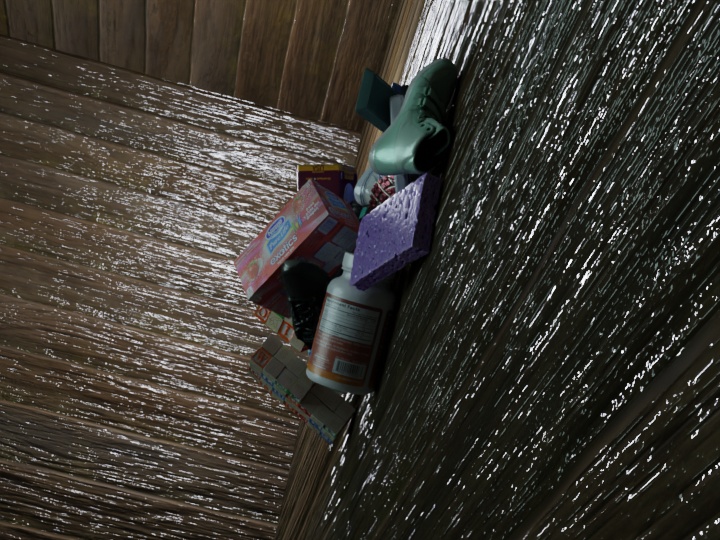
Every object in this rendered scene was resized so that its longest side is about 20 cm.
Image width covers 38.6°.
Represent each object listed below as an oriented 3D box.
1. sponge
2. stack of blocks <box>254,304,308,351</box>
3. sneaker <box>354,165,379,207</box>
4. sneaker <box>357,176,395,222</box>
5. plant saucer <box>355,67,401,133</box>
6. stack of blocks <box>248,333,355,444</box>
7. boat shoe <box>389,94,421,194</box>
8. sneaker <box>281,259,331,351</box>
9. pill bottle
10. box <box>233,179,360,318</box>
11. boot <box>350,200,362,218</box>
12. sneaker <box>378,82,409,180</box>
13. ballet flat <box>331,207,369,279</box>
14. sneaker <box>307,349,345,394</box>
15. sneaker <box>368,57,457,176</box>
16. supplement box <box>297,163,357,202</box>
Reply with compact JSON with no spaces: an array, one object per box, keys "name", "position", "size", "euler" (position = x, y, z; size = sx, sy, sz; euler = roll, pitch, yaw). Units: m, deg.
[{"name":"sponge","position":[0.045,-0.051,1.447],"size":[0.200,0.029,0.113],"euler":[-32,43,59]},{"name":"stack of blocks","position":[-0.076,0.081,1.771],"size":[0.058,0.199,0.116],"euler":[-13,-46,-60]},{"name":"sneaker","position":[0.068,-0.183,1.747],"size":[0.201,0.070,0.073],"euler":[-59,-38,-19]},{"name":"sneaker","position":[0.053,-0.097,1.650],"size":[0.081,0.074,0.200],"euler":[60,149,13]},{"name":"plant saucer","position":[0.058,-0.239,1.594],"size":[0.199,0.019,0.071],"euler":[28,-108,-52]},{"name":"stack of blocks","position":[-0.104,0.211,1.816],"size":[0.059,0.199,0.115],"euler":[-49,-6,-20]},{"name":"boat shoe","position":[0.078,-0.165,1.523],"size":[0.072,0.061,0.203],"euler":[60,-154,-83]},{"name":"sneaker","position":[-0.076,0.062,1.620],"size":[0.201,0.074,0.080],"euler":[63,-147,-45]},{"name":"pill bottle","position":[-0.008,0.080,1.580],"size":[0.112,0.111,0.203],"euler":[-133,58,-85]},{"name":"box","position":[-0.098,-0.033,1.665],"size":[0.200,0.102,0.095],"euler":[-46,45,18]},{"name":"boot","position":[0.000,0.001,1.839],"size":[0.165,0.065,0.202],"euler":[62,-143,-52]},{"name":"sneaker","position":[0.076,-0.220,1.689],"size":[0.070,0.077,0.203],"euler":[113,166,-64]},{"name":"ballet flat","position":[0.008,-0.047,1.763],"size":[0.202,0.072,0.073],"euler":[-63,-1,-21]},{"name":"sneaker","position":[-0.069,0.136,1.957],"size":[0.074,0.082,0.202],"euler":[-35,60,20]},{"name":"sneaker","position":[0.106,-0.212,1.445],"size":[0.118,0.074,0.202],"euler":[14,67,52]},{"name":"supplement box","position":[-0.059,-0.089,1.880],"size":[0.110,0.084,0.203],"euler":[-6,-84,-73]}]
